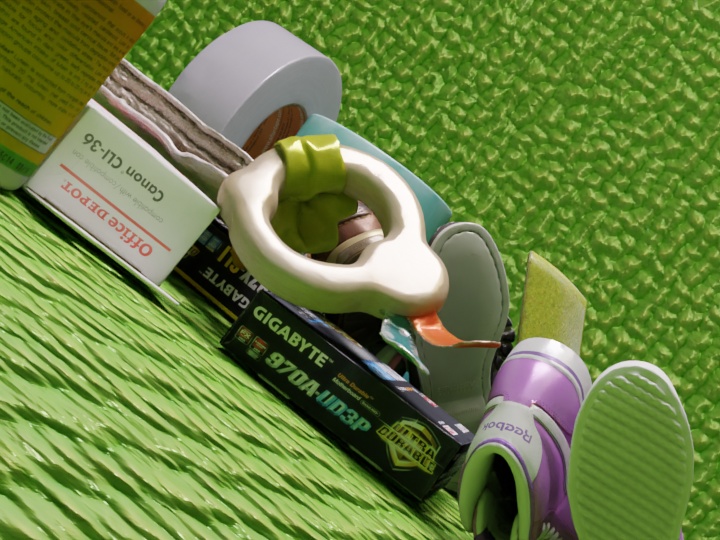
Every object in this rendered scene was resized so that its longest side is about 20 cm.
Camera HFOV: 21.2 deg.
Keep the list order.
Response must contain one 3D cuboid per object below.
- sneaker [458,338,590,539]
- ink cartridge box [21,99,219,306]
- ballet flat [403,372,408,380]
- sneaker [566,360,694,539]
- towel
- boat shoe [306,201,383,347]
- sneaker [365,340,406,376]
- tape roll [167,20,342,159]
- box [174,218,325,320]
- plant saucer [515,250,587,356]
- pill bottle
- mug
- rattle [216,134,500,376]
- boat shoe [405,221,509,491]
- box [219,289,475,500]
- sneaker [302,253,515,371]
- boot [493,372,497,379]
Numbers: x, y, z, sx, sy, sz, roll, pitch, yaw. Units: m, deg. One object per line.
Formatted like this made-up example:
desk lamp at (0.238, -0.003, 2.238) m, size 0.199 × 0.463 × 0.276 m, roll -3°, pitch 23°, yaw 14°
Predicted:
sneaker at (0.097, 0.147, 1.174) m, size 0.073 × 0.114 × 0.201 m, roll 9°, pitch -41°, yaw 24°
ink cartridge box at (-0.165, -0.062, 1.205) m, size 0.116 × 0.068 × 0.200 m, roll 39°, pitch 1°, yaw -33°
ballet flat at (0.076, 0.118, 1.592) m, size 0.073 × 0.073 × 0.200 m, roll 38°, pitch 0°, yaw -16°
sneaker at (0.162, 0.137, 1.151) m, size 0.073 × 0.201 × 0.114 m, roll -1°, pitch 17°, yaw 9°
towel at (-0.131, -0.087, 1.355) m, size 0.200 × 0.034 × 0.133 m, roll 38°, pitch -11°, yaw 16°
boat shoe at (0.000, 0.000, 1.379) m, size 0.068 × 0.072 × 0.200 m, roll 62°, pitch -7°, yaw 21°
sneaker at (0.002, 0.050, 1.648) m, size 0.086 × 0.080 × 0.200 m, roll 37°, pitch 1°, yaw -4°
tape roll at (-0.104, -0.118, 1.688) m, size 0.066 × 0.200 × 0.200 m, roll 36°, pitch 1°, yaw 21°
box at (-0.096, -0.003, 1.458) m, size 0.160 × 0.049 × 0.200 m, roll 37°, pitch 1°, yaw 14°
plant saucer at (0.137, 0.090, 1.455) m, size 0.048 × 0.200 × 0.200 m, roll 8°, pitch -1°, yaw 5°
pill bottle at (-0.180, -0.155, 1.101) m, size 0.111 × 0.200 × 0.111 m, roll 39°, pitch 2°, yaw -2°
mug at (-0.001, -0.038, 1.678) m, size 0.185 × 0.114 × 0.152 m, roll 36°, pitch -5°, yaw 5°
rattle at (-0.009, 0.022, 1.213) m, size 0.200 × 0.143 × 0.130 m, roll 43°, pitch 37°, yaw 16°
boat shoe at (0.064, 0.056, 1.375) m, size 0.072 × 0.201 × 0.061 m, roll -5°, pitch 20°, yaw -13°
box at (-0.001, 0.081, 1.254) m, size 0.159 × 0.046 × 0.200 m, roll 38°, pitch 1°, yaw 8°
sneaker at (0.027, 0.021, 1.558) m, size 0.200 × 0.078 × 0.090 m, roll 38°, pitch -11°, yaw -11°
boot at (0.188, 0.180, 1.647) m, size 0.211 × 0.079 × 0.158 m, roll 53°, pitch -7°, yaw -36°
